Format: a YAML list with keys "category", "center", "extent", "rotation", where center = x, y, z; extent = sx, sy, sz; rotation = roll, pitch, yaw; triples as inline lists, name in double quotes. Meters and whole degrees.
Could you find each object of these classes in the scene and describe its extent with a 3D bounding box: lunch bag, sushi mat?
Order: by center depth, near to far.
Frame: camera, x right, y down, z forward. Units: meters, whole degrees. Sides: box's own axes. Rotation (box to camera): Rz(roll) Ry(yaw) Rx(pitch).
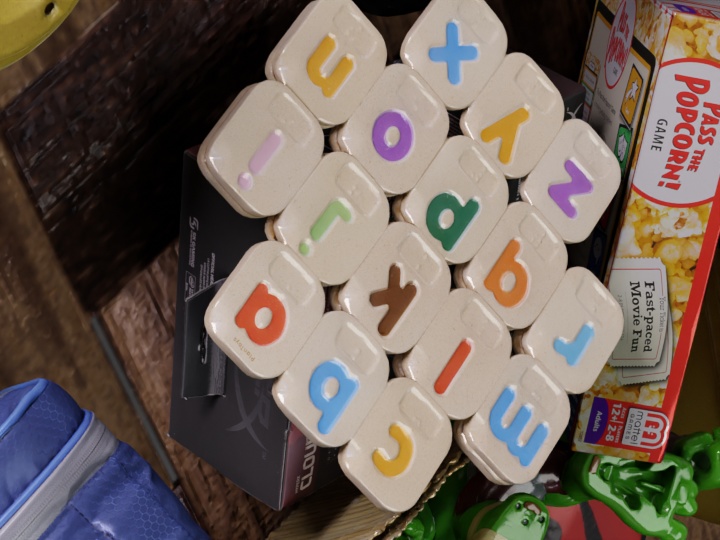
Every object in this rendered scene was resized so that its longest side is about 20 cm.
- category: "lunch bag"
  center: [-0.156, 0.140, 0.963]
  extent: [0.200, 0.132, 0.136]
  rotation: [-48, -173, -20]
- category: "sushi mat"
  center: [-0.002, 0.106, 1.144]
  extent: [0.096, 0.012, 0.200]
  rotation: [-41, -175, -22]

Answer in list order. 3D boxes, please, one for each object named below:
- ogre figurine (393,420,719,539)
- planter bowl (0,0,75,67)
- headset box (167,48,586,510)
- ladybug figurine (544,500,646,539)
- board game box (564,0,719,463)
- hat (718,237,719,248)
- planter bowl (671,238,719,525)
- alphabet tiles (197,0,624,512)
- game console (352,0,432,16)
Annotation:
- category: "ogre figurine"
  center: [0.073, 0.108, 1.219]
  extent: [0.200, 0.120, 0.098]
  rotation: [-37, 106, -17]
- category: "planter bowl"
  center: [-0.139, -0.123, 0.835]
  extent: [0.200, 0.083, 0.201]
  rotation: [-33, 137, -36]
- category: "headset box"
  center: [0.000, 0.000, 1.127]
  extent: [0.200, 0.075, 0.149]
  rotation: [-27, 135, -39]
- category: "ladybug figurine"
  center: [0.098, 0.140, 1.363]
  extent: [0.136, 0.072, 0.200]
  rotation: [-47, 144, -18]
- category: "board game box"
  center: [0.125, -0.033, 1.192]
  extent: [0.046, 0.152, 0.200]
  rotation: [9, 106, -9]
- category: "hat"
  center: [0.186, -0.103, 1.264]
  extent: [0.081, 0.201, 0.201]
  rotation: [16, 106, -15]
- category: "planter bowl"
  center: [0.181, 0.064, 1.367]
  extent: [0.083, 0.201, 0.201]
  rotation: [-8, 135, 4]
- category: "alphabet tiles"
  center: [0.024, -0.011, 1.045]
  extent: [0.200, 0.015, 0.196]
  rotation: [47, 60, -23]
- category: "game console"
  center: [0.035, -0.202, 1.011]
  extent: [0.200, 0.176, 0.117]
  rotation: [35, 48, -56]
